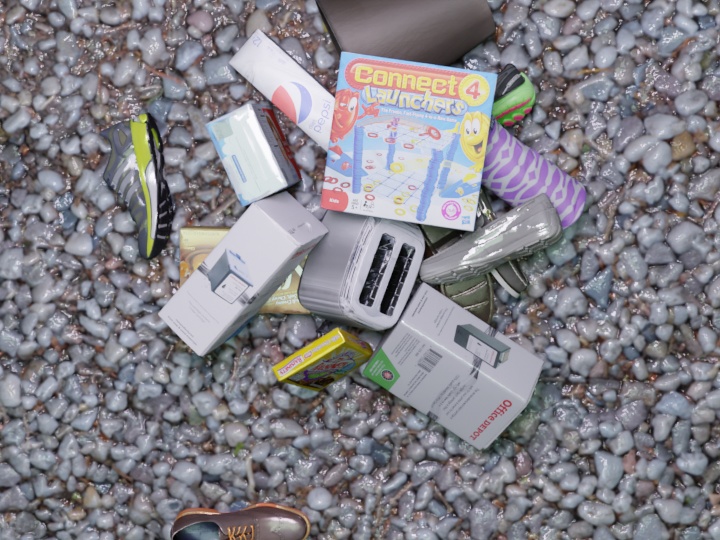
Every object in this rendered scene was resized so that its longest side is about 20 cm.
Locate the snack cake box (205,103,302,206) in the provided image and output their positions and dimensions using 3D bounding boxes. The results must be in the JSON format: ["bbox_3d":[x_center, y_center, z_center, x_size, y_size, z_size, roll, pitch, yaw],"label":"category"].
[{"bbox_3d":[-0.136,-0.154,1.645,0.067,0.200,0.115,-25,94,6],"label":"snack cake box"}]

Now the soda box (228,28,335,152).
[{"bbox_3d":[-0.083,-0.238,1.701,0.200,0.068,0.063,42,97,-2],"label":"soda box"}]

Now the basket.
[{"bbox_3d":[0.066,-0.322,1.652,0.199,0.136,0.181,-27,117,1],"label":"basket"}]

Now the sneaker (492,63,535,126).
[{"bbox_3d":[0.138,-0.219,1.698,0.199,0.077,0.084,-21,65,9],"label":"sneaker"}]

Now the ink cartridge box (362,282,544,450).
[{"bbox_3d":[0.124,0.133,1.687,0.200,0.084,0.146,33,138,-1],"label":"ink cartridge box"}]

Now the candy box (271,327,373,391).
[{"bbox_3d":[-0.046,0.122,1.671,0.102,0.200,0.026,-34,76,5],"label":"candy box"}]

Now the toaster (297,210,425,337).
[{"bbox_3d":[0.000,0.000,1.662,0.113,0.129,0.201,26,82,-31],"label":"toaster"}]

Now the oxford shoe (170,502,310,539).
[{"bbox_3d":[-0.171,0.374,1.766,0.199,0.073,0.072,-5,95,3],"label":"oxford shoe"}]

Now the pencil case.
[{"bbox_3d":[0.211,-0.131,1.657,0.200,0.086,0.084,35,136,-26],"label":"pencil case"}]

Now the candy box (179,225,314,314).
[{"bbox_3d":[-0.150,-0.002,1.735,0.199,0.055,0.116,1,97,3],"label":"candy box"}]

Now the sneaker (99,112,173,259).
[{"bbox_3d":[-0.311,-0.114,1.732,0.080,0.074,0.201,-7,88,10],"label":"sneaker"}]

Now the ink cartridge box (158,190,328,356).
[{"bbox_3d":[-0.149,0.002,1.618,0.086,0.146,0.200,42,106,4],"label":"ink cartridge box"}]

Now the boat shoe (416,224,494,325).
[{"bbox_3d":[0.128,-0.012,1.714,0.072,0.068,0.201,-21,93,-2],"label":"boat shoe"}]

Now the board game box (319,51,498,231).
[{"bbox_3d":[0.060,-0.161,1.562,0.199,0.056,0.197,8,98,4],"label":"board game box"}]

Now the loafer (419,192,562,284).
[{"bbox_3d":[0.167,-0.039,1.640,0.199,0.070,0.070,-22,71,13],"label":"loafer"}]

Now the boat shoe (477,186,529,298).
[{"bbox_3d":[0.177,-0.058,1.703,0.060,0.072,0.202,-33,89,11],"label":"boat shoe"}]
